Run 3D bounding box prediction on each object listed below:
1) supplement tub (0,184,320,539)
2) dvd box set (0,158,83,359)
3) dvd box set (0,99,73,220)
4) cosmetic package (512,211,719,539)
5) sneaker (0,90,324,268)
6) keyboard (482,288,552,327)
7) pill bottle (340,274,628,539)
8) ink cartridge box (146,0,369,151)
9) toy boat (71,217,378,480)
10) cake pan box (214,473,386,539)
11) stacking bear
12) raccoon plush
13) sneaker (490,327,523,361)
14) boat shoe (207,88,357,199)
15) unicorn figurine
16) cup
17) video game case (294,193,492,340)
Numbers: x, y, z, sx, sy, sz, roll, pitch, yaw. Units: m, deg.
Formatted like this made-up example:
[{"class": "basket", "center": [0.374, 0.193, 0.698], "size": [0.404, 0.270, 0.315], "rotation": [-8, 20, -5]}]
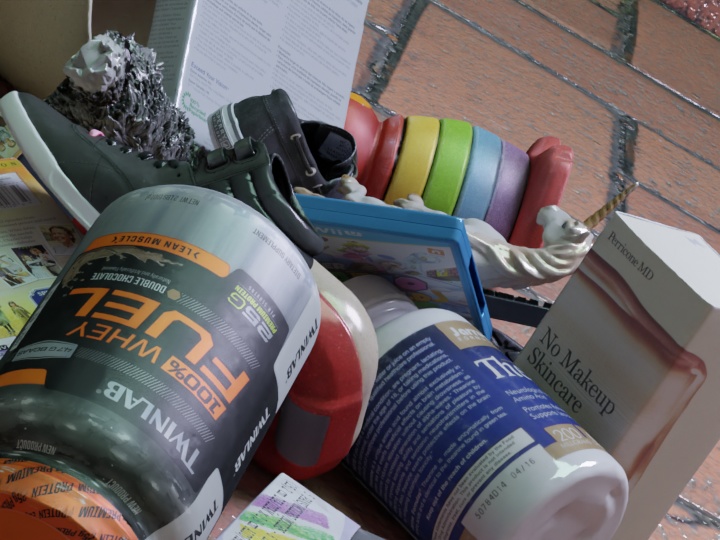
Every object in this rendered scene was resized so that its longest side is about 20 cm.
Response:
[{"class": "supplement tub", "center": [-0.107, 0.064, 1.136], "size": [0.122, 0.123, 0.200], "rotation": [30, 47, -3]}, {"class": "dvd box set", "center": [-0.193, 0.017, 1.275], "size": [0.146, 0.029, 0.200], "rotation": [-11, 43, -39]}, {"class": "dvd box set", "center": [-0.242, -0.097, 1.487], "size": [0.200, 0.029, 0.146], "rotation": [40, -9, 23]}, {"class": "cosmetic package", "center": [0.149, 0.078, 1.469], "size": [0.087, 0.200, 0.103], "rotation": [15, 24, -44]}, {"class": "sneaker", "center": [-0.098, -0.046, 1.303], "size": [0.200, 0.099, 0.071], "rotation": [45, -1, 19]}, {"class": "keyboard", "center": [0.032, 0.009, 1.623], "size": [0.200, 0.021, 0.127], "rotation": [12, 5, 4]}, {"class": "pill bottle", "center": [0.049, 0.092, 1.416], "size": [0.111, 0.111, 0.200], "rotation": [7, 30, -51]}, {"class": "ink cartridge box", "center": [-0.069, -0.153, 1.694], "size": [0.041, 0.200, 0.200], "rotation": [3, -17, 32]}, {"class": "toy boat", "center": [-0.095, 0.039, 1.358], "size": [0.131, 0.131, 0.200], "rotation": [-30, 58, -36]}, {"class": "cake pan box", "center": [0.000, 0.189, 1.187], "size": [0.184, 0.052, 0.200], "rotation": [36, 19, 6]}, {"class": "stacking bear", "center": [0.041, -0.071, 1.841], "size": [0.200, 0.114, 0.121], "rotation": [18, 7, -5]}, {"class": "raccoon plush", "center": [-0.135, -0.063, 1.503], "size": [0.134, 0.097, 0.200], "rotation": [50, 5, -1]}, {"class": "sneaker", "center": [0.103, 0.090, 1.616], "size": [0.200, 0.072, 0.083], "rotation": [20, -20, -7]}, {"class": "boat shoe", "center": [-0.034, -0.071, 1.616], "size": [0.200, 0.066, 0.070], "rotation": [42, 24, -62]}, {"class": "unicorn figurine", "center": [0.055, -0.020, 1.574], "size": [0.200, 0.074, 0.137], "rotation": [-12, 22, -33]}, {"class": "cup", "center": [-0.182, -0.182, 1.693], "size": [0.143, 0.200, 0.200], "rotation": [9, 6, 29]}, {"class": "video game case", "center": [0.000, 0.000, 1.491], "size": [0.143, 0.018, 0.200], "rotation": [9, -18, 11]}]
